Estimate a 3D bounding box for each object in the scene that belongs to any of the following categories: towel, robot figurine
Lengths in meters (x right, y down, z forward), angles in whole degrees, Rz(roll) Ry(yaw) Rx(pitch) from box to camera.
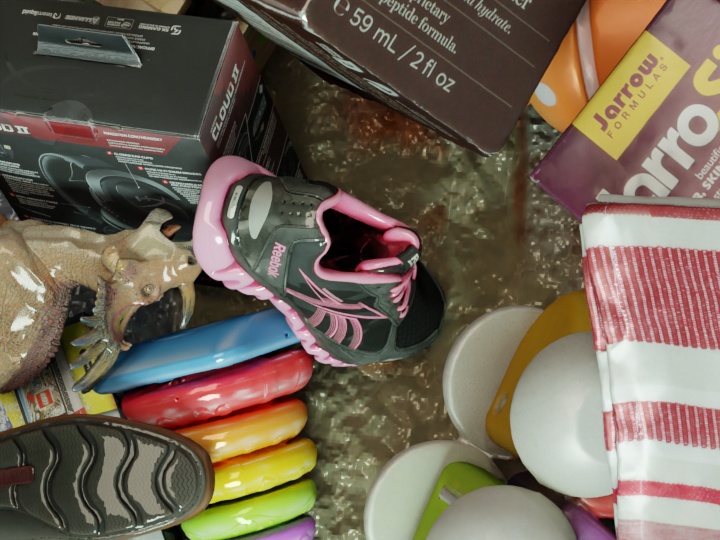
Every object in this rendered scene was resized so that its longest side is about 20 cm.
[{"bbox_3d":[0.174,0.065,1.245,0.144,0.023,0.201,3,109,35],"label":"towel"},{"bbox_3d":[0.167,-0.127,1.428,0.199,0.144,0.117,-5,54,18],"label":"robot figurine"}]

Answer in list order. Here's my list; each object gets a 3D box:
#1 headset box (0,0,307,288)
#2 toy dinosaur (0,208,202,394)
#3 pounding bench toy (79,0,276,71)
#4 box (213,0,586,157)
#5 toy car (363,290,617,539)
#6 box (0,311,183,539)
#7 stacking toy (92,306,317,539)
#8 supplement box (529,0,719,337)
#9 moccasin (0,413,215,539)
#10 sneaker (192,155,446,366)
[{"bbox_3d":[-0.124,-0.071,1.452,0.148,0.200,0.077,8,63,18],"label":"headset box"},{"bbox_3d":[-0.184,0.025,1.443,0.136,0.086,0.200,43,134,-5],"label":"toy dinosaur"},{"bbox_3d":[-0.096,-0.207,1.476,0.124,0.200,0.156,31,90,19],"label":"pounding bench toy"},{"bbox_3d":[0.021,-0.197,1.375,0.164,0.166,0.200,29,89,47],"label":"box"},{"bbox_3d":[0.104,0.119,1.394,0.150,0.175,0.200,31,88,-17],"label":"toy car"},{"bbox_3d":[-0.175,0.142,1.492,0.136,0.038,0.201,-24,75,11],"label":"box"},{"bbox_3d":[-0.061,0.127,1.464,0.109,0.116,0.201,-15,92,33],"label":"stacking toy"},{"bbox_3d":[0.205,-0.030,1.295,0.200,0.103,0.131,40,100,18],"label":"supplement box"},{"bbox_3d":[-0.167,0.121,1.434,0.201,0.078,0.074,-14,77,22],"label":"moccasin"},{"bbox_3d":[0.000,0.000,1.405,0.095,0.200,0.079,-1,71,34],"label":"sneaker"}]
